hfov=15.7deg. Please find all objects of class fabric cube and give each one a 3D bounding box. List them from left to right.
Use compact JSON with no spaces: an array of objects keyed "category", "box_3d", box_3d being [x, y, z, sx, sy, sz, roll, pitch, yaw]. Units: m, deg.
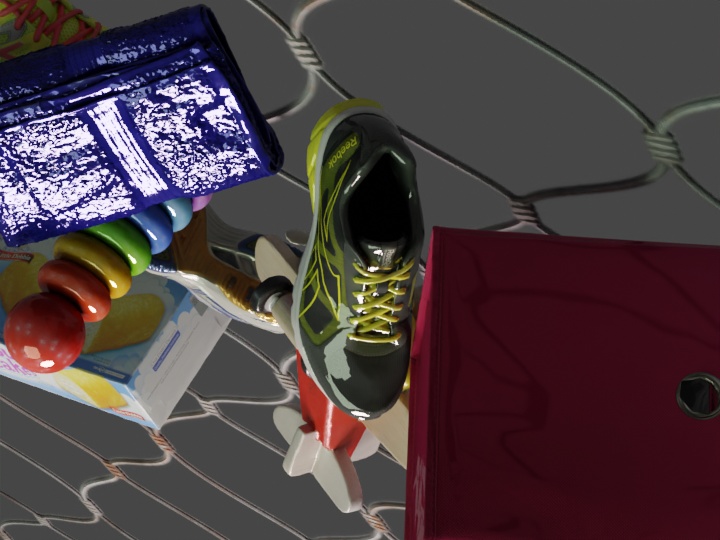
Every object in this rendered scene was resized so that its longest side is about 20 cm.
[{"category":"fabric cube","box_3d":[0.130,0.103,1.519,0.199,0.197,0.200,4,156,-1]}]

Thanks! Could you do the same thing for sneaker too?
[{"category":"sneaker","box_3d":[-0.215,-0.156,1.681,0.200,0.078,0.090,19,140,8]},{"category":"sneaker","box_3d":[-0.122,-0.012,1.866,0.200,0.075,0.088,34,164,2]},{"category":"sneaker","box_3d":[0.000,0.000,1.579,0.085,0.074,0.200,-134,39,-69]}]

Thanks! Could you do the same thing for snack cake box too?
[{"category":"snack cake box","box_3d":[-0.214,0.038,2.040,0.200,0.115,0.067,15,153,35]}]

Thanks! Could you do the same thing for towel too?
[{"category":"towel","box_3d":[-0.162,-0.083,1.649,0.200,0.050,0.148,-15,135,13]}]

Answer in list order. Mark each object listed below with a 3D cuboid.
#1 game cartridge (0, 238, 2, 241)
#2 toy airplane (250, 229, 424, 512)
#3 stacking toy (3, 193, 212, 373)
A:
[{"category":"game cartridge","box_3d":[-0.394,-0.057,2.184,0.200,0.041,0.133,38,161,-15]},{"category":"toy airplane","box_3d":[0.007,0.062,1.738,0.200,0.141,0.199,65,160,-9]},{"category":"stacking toy","box_3d":[-0.169,-0.015,1.747,0.085,0.200,0.085,27,158,12]}]
